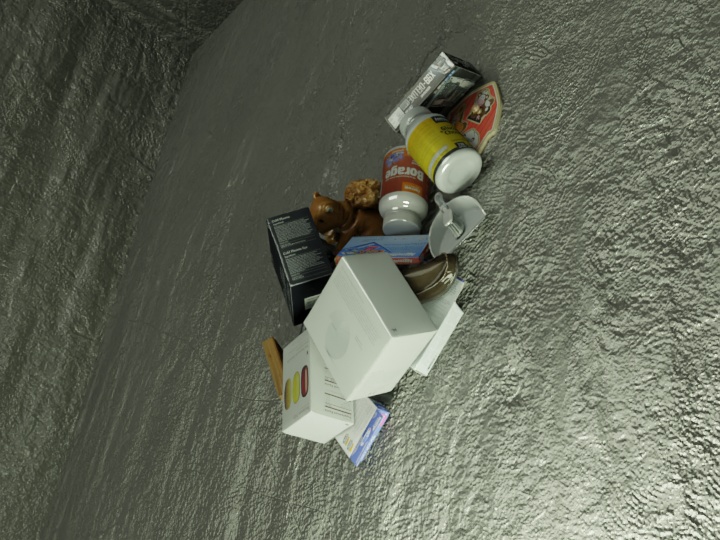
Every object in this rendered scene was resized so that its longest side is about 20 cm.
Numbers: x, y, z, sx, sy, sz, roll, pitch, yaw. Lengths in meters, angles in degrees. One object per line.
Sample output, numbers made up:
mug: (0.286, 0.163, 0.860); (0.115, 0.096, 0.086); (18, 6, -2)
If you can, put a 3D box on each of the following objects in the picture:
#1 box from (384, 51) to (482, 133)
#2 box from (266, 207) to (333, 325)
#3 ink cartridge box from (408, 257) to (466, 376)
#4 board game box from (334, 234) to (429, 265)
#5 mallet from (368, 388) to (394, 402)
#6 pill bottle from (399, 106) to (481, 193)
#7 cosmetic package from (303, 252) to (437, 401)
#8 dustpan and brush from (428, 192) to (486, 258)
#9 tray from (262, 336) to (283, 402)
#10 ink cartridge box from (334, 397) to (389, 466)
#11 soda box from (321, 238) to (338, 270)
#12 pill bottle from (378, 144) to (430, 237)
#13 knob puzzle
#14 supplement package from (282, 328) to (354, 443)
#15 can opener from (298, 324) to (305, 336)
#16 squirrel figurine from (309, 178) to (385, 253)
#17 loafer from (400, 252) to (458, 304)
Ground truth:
box: (0.167, -0.395, 1.748); (0.200, 0.157, 0.050); (-46, 71, 25)
box: (-0.135, -0.007, 1.745); (0.200, 0.103, 0.183); (95, 155, -61)
ink cartridge box: (0.123, 0.085, 1.555); (0.201, 0.040, 0.199); (-60, 32, 3)
board game box: (0.052, -0.044, 1.647); (0.199, 0.020, 0.103); (0, 29, 27)
mallet: (0.022, 0.219, 1.619); (0.041, 0.065, 0.200); (-63, 15, 11)
pill bottle: (0.165, -0.265, 1.643); (0.112, 0.112, 0.200); (-50, 50, 20)
cosmetic package: (0.015, 0.106, 1.481); (0.200, 0.122, 0.201); (58, 136, 29)
dustpan and brush: (0.184, -0.115, 1.593); (0.140, 0.057, 0.200); (-47, 15, 17)
tray: (-0.180, 0.254, 1.825); (0.037, 0.099, 0.200); (-29, 36, -1)
ink cartridge box: (-0.008, 0.306, 1.584); (0.120, 0.042, 0.200); (-61, 28, 7)
soda box: (-0.068, -0.010, 1.886); (0.064, 0.070, 0.200); (-61, 30, 13)
pill bottle: (0.100, -0.172, 1.718); (0.112, 0.112, 0.201); (-28, 46, 44)
knob puzzle: (0.242, -0.336, 1.709); (0.219, 0.030, 0.221); (-37, 39, 37)
supplement package: (-0.091, 0.241, 1.612); (0.114, 0.109, 0.201); (-41, 39, 38)
can opener: (-0.129, 0.158, 1.878); (0.064, 0.078, 0.201); (92, -169, -63)
squirrel figurine: (-0.023, -0.141, 1.803); (0.201, 0.186, 0.142); (-54, 32, 15)
loafer: (0.111, 0.026, 1.511); (0.200, 0.071, 0.073); (-39, 38, 32)
